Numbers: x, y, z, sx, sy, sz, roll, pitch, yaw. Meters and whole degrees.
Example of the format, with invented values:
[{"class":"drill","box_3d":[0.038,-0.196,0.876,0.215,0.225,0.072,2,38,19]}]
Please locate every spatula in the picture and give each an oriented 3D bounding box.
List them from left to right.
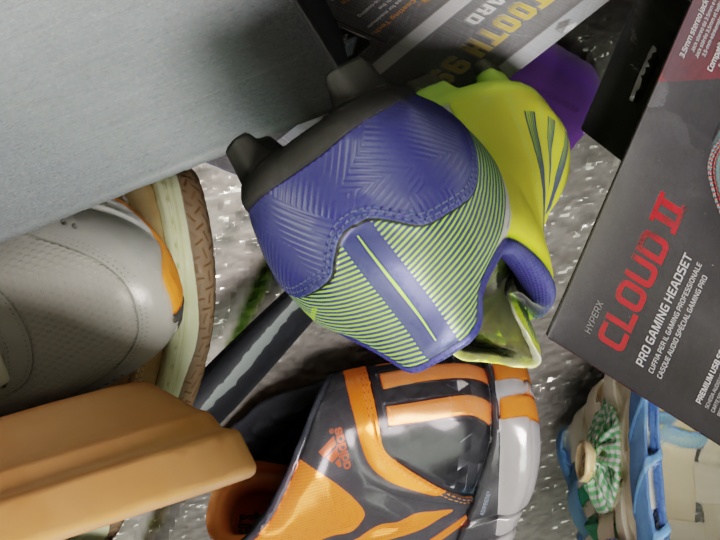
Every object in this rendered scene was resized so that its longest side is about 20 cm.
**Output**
[{"class":"spatula","box_3d":[0.000,0.000,0.886,0.200,0.021,0.057,-40,147,22]}]

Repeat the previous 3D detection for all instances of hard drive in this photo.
[{"class":"hard drive","box_3d":[-0.116,-0.051,0.686,0.200,0.033,0.140,-21,147,9]}]

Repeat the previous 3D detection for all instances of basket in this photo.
[{"class":"basket","box_3d":[0.159,0.086,0.965,0.139,0.176,0.200,12,149,-31]}]

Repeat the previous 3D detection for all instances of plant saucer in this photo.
[{"class":"plant saucer","box_3d":[-0.129,0.071,0.763,0.200,0.037,0.200,-19,177,-1]}]

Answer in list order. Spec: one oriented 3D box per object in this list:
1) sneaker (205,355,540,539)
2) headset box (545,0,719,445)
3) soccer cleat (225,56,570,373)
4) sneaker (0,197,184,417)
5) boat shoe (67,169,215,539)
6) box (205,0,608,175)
[{"class":"sneaker","box_3d":[-0.004,0.099,1.021,0.112,0.078,0.200,-4,135,-11]},{"class":"headset box","box_3d":[0.153,-0.010,0.749,0.075,0.200,0.149,-37,154,-50]},{"class":"soccer cleat","box_3d":[0.022,-0.009,0.714,0.065,0.084,0.200,-35,174,14]},{"class":"sneaker","box_3d":[-0.148,0.032,0.786,0.200,0.092,0.076,-11,114,12]},{"class":"boat shoe","box_3d":[-0.101,0.036,0.878,0.076,0.072,0.200,3,143,-18]},{"class":"box","box_3d":[0.002,-0.106,0.728,0.158,0.048,0.200,19,134,-42]}]
